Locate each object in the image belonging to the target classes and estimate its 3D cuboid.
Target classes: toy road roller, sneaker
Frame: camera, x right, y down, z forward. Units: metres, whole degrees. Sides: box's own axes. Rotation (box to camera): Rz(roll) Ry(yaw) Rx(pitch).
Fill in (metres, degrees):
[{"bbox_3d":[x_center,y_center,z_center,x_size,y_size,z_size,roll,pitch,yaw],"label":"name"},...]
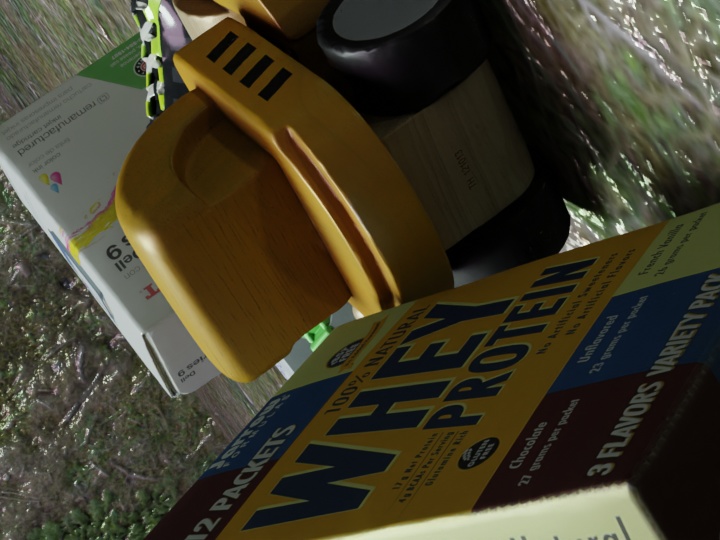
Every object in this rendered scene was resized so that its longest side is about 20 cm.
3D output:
[{"bbox_3d":[-0.031,-0.049,0.635,0.200,0.146,0.123,40,163,52],"label":"toy road roller"},{"bbox_3d":[-0.093,-0.100,0.918,0.200,0.083,0.072,55,169,-6],"label":"sneaker"}]

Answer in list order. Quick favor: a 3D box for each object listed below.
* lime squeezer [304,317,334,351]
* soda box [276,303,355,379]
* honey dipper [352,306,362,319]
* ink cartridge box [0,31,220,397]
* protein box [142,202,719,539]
[{"bbox_3d":[-0.009,0.044,1.074,0.200,0.038,0.071,49,-166,18],"label":"lime squeezer"},{"bbox_3d":[-0.058,0.011,1.164,0.200,0.068,0.063,51,169,12],"label":"soda box"},{"bbox_3d":[0.000,0.000,0.963,0.038,0.038,0.200,51,171,15],"label":"honey dipper"},{"bbox_3d":[-0.116,-0.042,1.031,0.200,0.145,0.088,48,167,30],"label":"ink cartridge box"},{"bbox_3d":[0.076,0.112,0.493,0.198,0.135,0.200,-19,111,43],"label":"protein box"}]
